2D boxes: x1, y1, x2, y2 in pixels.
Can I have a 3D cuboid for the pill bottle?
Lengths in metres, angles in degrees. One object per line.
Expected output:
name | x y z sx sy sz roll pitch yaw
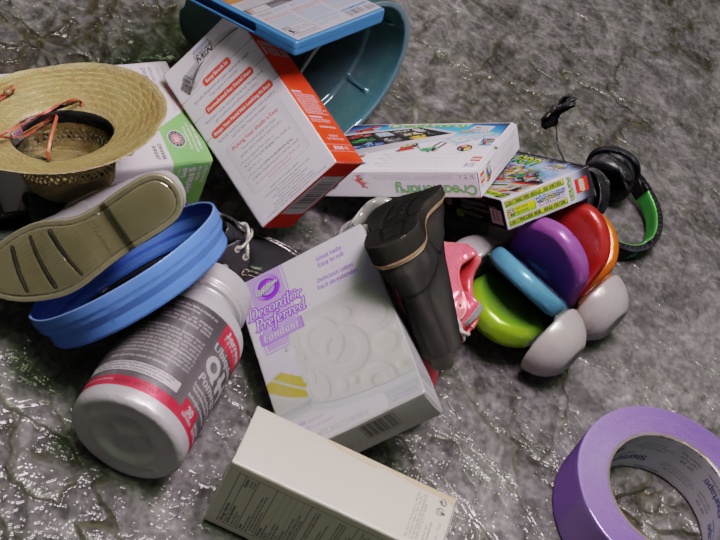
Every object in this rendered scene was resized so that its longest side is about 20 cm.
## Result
pill bottle | -0.175 0.084 1.400 0.111 0.111 0.200 27 47 -1

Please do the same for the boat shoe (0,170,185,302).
boat shoe | -0.251 -0.030 1.397 0.200 0.068 0.075 -24 99 3

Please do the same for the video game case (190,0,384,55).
video game case | -0.096 -0.282 1.549 0.200 0.018 0.143 31 38 26

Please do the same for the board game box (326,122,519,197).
board game box | 0.057 -0.120 1.636 0.200 0.035 0.126 2 29 26

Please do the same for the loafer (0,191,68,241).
loafer | -0.302 -0.042 1.445 0.200 0.070 0.068 -17 26 -17

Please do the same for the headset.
headset | 0.281 -0.109 1.770 0.123 0.094 0.200 -33 81 -40

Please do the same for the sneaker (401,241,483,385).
sneaker | 0.077 0.054 1.520 0.087 0.074 0.200 -4 62 22

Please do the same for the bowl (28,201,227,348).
bowl | -0.212 0.005 1.407 0.201 0.201 0.039 -45 112 -42

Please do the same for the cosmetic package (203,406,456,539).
cosmetic package | -0.028 0.214 1.361 0.200 0.104 0.073 27 46 -2

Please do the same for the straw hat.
straw hat | -0.277 -0.112 1.421 0.201 0.085 0.201 -1 38 1

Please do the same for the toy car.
toy car | 0.197 -0.002 1.605 0.175 0.150 0.200 44 49 15

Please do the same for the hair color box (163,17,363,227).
hair color box | -0.101 -0.155 1.550 0.200 0.111 0.064 56 24 13

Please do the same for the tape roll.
tape roll | 0.295 0.235 1.509 0.200 0.066 0.200 12 50 -14

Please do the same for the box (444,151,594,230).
box | 0.151 -0.091 1.639 0.110 0.035 0.200 -22 19 -20

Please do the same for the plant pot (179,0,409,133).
plant pot | -0.083 -0.263 1.686 0.196 0.200 0.200 40 48 22

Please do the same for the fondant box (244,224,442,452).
fondant box | -0.024 0.075 1.456 0.144 0.058 0.200 -27 56 9

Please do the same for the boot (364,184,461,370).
boot | 0.062 0.004 1.489 0.138 0.077 0.200 66 22 -14

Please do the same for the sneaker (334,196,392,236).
sneaker | 0.000 0.000 1.553 0.078 0.099 0.200 16 48 -11

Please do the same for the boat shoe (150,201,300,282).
boat shoe | -0.144 -0.028 1.541 0.200 0.060 0.074 19 47 -8

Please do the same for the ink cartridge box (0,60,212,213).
ink cartridge box | -0.274 -0.129 1.552 0.200 0.084 0.146 -10 57 -30
